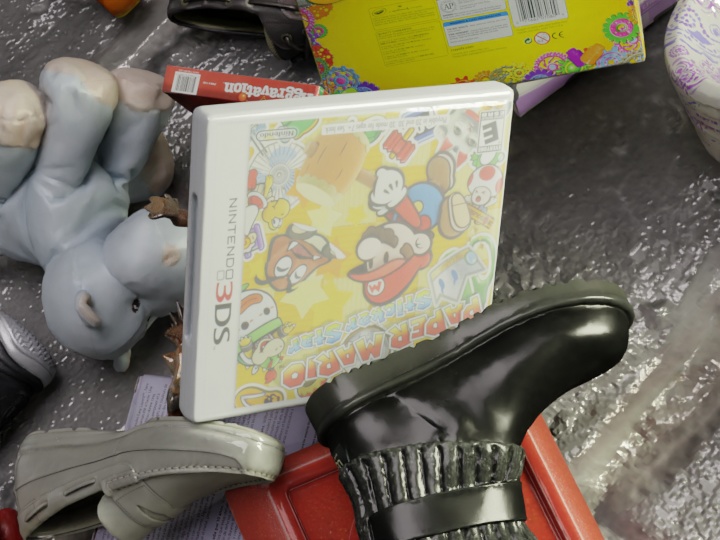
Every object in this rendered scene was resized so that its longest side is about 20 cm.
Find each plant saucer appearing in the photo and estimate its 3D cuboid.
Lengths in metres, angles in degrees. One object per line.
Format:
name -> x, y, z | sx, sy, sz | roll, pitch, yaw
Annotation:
plant saucer -> 0.046, 0.167, 1.187 | 0.198, 0.037, 0.201 | -21, 65, -12

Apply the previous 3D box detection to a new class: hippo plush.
hippo plush -> -0.185, -0.029, 1.331 | 0.199, 0.160, 0.161 | -30, 57, -2

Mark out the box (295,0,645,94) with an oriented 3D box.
box -> 0.065, -0.219, 1.273 | 0.198, 0.123, 0.194 | -9, 45, 10

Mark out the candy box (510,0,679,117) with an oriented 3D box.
candy box -> 0.115, -0.232, 1.404 | 0.167, 0.072, 0.200 | -34, 58, -4

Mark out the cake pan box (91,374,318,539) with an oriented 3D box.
cake pan box -> -0.071, 0.163, 1.257 | 0.182, 0.052, 0.202 | 5, 64, 16

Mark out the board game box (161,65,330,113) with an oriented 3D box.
board game box -> -0.040, -0.087, 1.297 | 0.102, 0.200, 0.020 | 11, 82, 21

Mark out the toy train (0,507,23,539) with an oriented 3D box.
toy train -> -0.254, 0.185, 1.214 | 0.084, 0.200, 0.117 | -23, 63, 3

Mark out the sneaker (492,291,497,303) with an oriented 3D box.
sneaker -> 0.000, 0.000, 1.320 | 0.199, 0.078, 0.086 | 23, 87, 27

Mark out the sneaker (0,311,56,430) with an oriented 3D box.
sneaker -> -0.309, 0.064, 1.364 | 0.199, 0.076, 0.114 | 21, 67, 23

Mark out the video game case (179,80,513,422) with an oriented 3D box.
video game case -> -0.007, -0.012, 1.172 | 0.198, 0.184, 0.023 | -8, 25, -29

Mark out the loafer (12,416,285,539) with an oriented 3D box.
loafer -> -0.127, 0.128, 1.213 | 0.199, 0.070, 0.071 | -11, 66, 38

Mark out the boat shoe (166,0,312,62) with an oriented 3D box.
boat shoe -> -0.045, -0.177, 1.428 | 0.198, 0.073, 0.065 | 17, 79, 27

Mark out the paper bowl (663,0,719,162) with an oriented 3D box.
paper bowl -> 0.295, -0.132, 1.254 | 0.199, 0.105, 0.202 | -23, 34, 16

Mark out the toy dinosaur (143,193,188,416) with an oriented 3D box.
toy dinosaur -> -0.051, 0.003, 1.251 | 0.199, 0.136, 0.086 | -26, 55, -14

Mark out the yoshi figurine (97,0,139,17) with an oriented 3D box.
yoshi figurine -> -0.204, -0.281, 1.443 | 0.111, 0.200, 0.113 | -27, 27, 29

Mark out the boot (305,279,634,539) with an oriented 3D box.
boot -> 0.085, 0.110, 1.152 | 0.209, 0.080, 0.159 | -23, 64, -7
